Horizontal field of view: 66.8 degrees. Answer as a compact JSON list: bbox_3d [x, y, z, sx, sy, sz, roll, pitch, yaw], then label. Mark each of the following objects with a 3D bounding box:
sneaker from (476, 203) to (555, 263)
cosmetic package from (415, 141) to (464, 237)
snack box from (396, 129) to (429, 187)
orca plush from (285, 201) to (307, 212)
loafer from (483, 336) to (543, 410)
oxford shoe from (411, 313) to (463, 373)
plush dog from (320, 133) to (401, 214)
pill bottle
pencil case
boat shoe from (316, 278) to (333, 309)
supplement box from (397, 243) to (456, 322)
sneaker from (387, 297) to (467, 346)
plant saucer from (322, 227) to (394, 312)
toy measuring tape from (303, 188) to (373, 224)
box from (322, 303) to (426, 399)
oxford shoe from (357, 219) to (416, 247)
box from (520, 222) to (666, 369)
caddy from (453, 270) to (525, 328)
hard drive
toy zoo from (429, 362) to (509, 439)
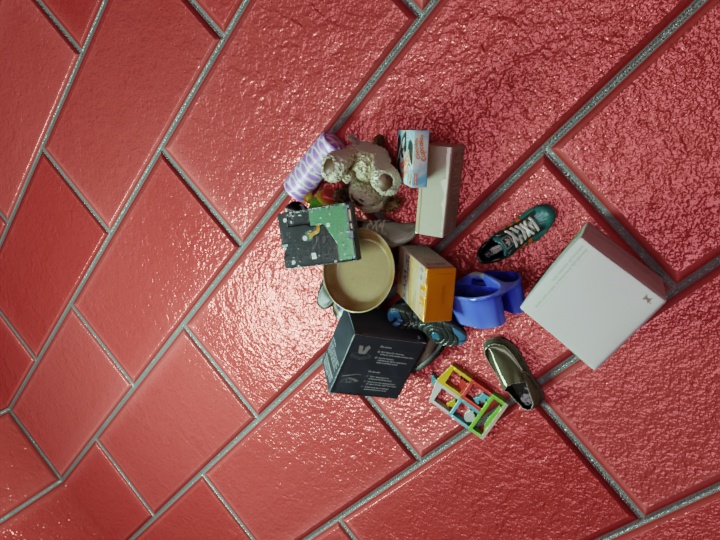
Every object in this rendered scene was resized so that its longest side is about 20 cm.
[{"bbox_3d":[0.343,-0.072,1.213,0.200,0.080,0.072,-39,86,30],"label":"sneaker"},{"bbox_3d":[0.182,-0.187,1.250,0.072,0.103,0.203,11,109,24],"label":"cosmetic package"},{"bbox_3d":[0.113,-0.252,1.214,0.037,0.200,0.118,-1,104,-6],"label":"snack box"},{"bbox_3d":[-0.111,-0.121,1.426,0.200,0.071,0.105,42,163,-21],"label":"orca plush"},{"bbox_3d":[0.365,0.249,1.305,0.075,0.070,0.201,-41,85,30],"label":"loafer"},{"bbox_3d":[0.179,0.175,1.382,0.084,0.073,0.201,41,107,13],"label":"oxford shoe"},{"bbox_3d":[0.018,-0.217,1.317,0.198,0.161,0.173,16,136,15],"label":"plush dog"},{"bbox_3d":[0.015,0.043,1.399,0.111,0.112,0.201,36,118,13],"label":"pill bottle"},{"bbox_3d":[-0.113,-0.264,1.394,0.200,0.085,0.085,-42,50,30],"label":"pencil case"},{"bbox_3d":[-0.071,0.025,1.459,0.074,0.073,0.201,37,118,13],"label":"boat shoe"},{"bbox_3d":[0.148,0.024,1.276,0.072,0.200,0.128,-2,107,-13],"label":"supplement box"},{"bbox_3d":[0.167,0.114,1.309,0.198,0.082,0.074,22,129,19],"label":"sneaker"},{"bbox_3d":[0.000,0.000,1.316,0.198,0.035,0.203,-2,87,29],"label":"plant saucer"},{"bbox_3d":[-0.049,-0.162,1.406,0.198,0.074,0.074,18,115,-4],"label":"toy measuring tape"},{"bbox_3d":[0.030,0.208,1.378,0.194,0.118,0.202,10,122,-22],"label":"box"},{"bbox_3d":[0.041,-0.097,1.350,0.197,0.076,0.058,-1,136,16],"label":"oxford shoe"},{"bbox_3d":[0.478,0.048,1.128,0.199,0.171,0.200,40,118,11],"label":"box"},{"bbox_3d":[0.278,0.052,1.230,0.199,0.140,0.106,4,117,65],"label":"caddy"},{"bbox_3d":[-0.100,-0.083,1.316,0.198,0.038,0.142,-7,94,25],"label":"hard drive"},{"bbox_3d":[0.265,0.328,1.408,0.199,0.020,0.132,35,117,14],"label":"toy zoo"}]
